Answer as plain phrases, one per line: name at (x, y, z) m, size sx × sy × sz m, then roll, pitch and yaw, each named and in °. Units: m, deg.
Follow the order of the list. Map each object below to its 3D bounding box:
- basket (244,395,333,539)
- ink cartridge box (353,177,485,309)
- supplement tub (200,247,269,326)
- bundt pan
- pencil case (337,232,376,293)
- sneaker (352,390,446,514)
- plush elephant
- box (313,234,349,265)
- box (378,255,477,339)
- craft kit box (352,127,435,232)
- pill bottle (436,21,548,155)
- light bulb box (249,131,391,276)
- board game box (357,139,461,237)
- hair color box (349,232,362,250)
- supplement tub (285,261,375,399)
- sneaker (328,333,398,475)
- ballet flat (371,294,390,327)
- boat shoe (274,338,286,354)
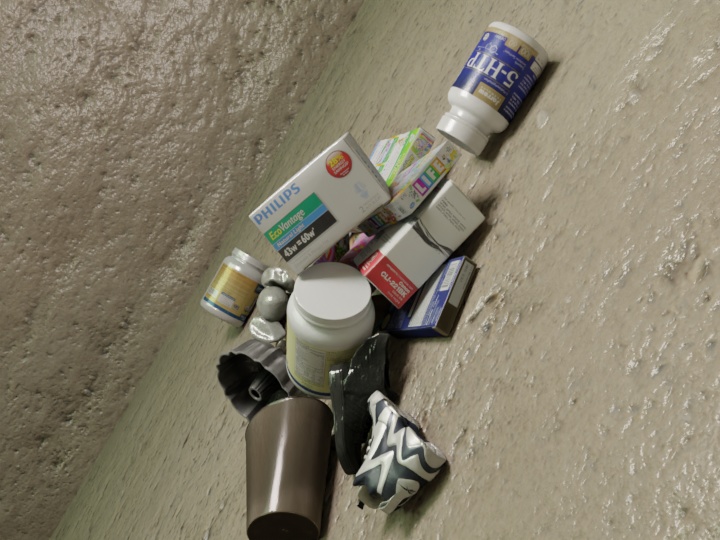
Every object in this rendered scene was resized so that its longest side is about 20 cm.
basket at (-0.120, 0.334, 1.205) m, size 0.180 × 0.135 × 0.201 m, roll -43°, pitch 28°, yaw 28°
ink cartridge box at (0.091, -0.051, 1.216) m, size 0.200 × 0.084 × 0.144 m, roll -47°, pitch 13°, yaw 3°
supplement tub at (-0.367, 0.049, 2.221) m, size 0.201 × 0.144 × 0.145 m, roll -60°, pitch 19°, yaw -2°
bundt pan at (-0.182, 0.217, 1.455) m, size 0.076 × 0.202 × 0.202 m, roll -44°, pitch 4°, yaw -42°
pencil case at (0.000, 0.000, 1.372) m, size 0.088 × 0.087 × 0.200 m, roll -50°, pitch 4°, yaw 25°
sneaker at (0.028, 0.253, 1.015) m, size 0.130 × 0.079 × 0.199 m, roll -51°, pitch 29°, yaw 0°
plush elephant at (-0.148, 0.087, 1.526) m, size 0.200 × 0.153 × 0.166 m, roll 119°, pitch 174°, yaw -71°
box at (-0.043, -0.072, 1.593) m, size 0.039 × 0.137 × 0.202 m, roll -2°, pitch 54°, yaw 28°
box at (0.103, 0.048, 1.197) m, size 0.200 × 0.032 × 0.122 m, roll -13°, pitch 49°, yaw 65°
craft kit box at (0.045, -0.171, 1.461) m, size 0.202 × 0.048 × 0.197 m, roll -63°, pitch 18°, yaw -9°
pill bottle at (0.219, -0.305, 1.281) m, size 0.201 × 0.119 × 0.120 m, roll -58°, pitch 19°, yaw 6°
light bulb box at (-0.061, -0.116, 1.239) m, size 0.198 × 0.125 × 0.200 m, roll -38°, pitch 10°, yaw 9°
board game box at (0.074, -0.130, 1.234) m, size 0.135 × 0.034 × 0.200 m, roll -49°, pitch 9°, yaw -19°
hair color box at (0.056, -0.116, 1.511) m, size 0.201 × 0.064 × 0.110 m, roll -53°, pitch 21°, yaw 25°
supplement tub at (-0.051, 0.100, 1.236) m, size 0.146 × 0.143 × 0.201 m, roll -79°, pitch -3°, yaw -45°
sneaker at (0.010, 0.202, 1.144) m, size 0.060 × 0.103 × 0.202 m, roll 42°, pitch -142°, yaw -74°
ballet flat at (-0.021, 0.091, 1.388) m, size 0.200 × 0.072 × 0.068 m, roll -40°, pitch 26°, yaw 44°
boat shoe at (-0.162, 0.130, 1.708) m, size 0.072 × 0.060 × 0.202 m, roll -52°, pitch 20°, yaw 20°
